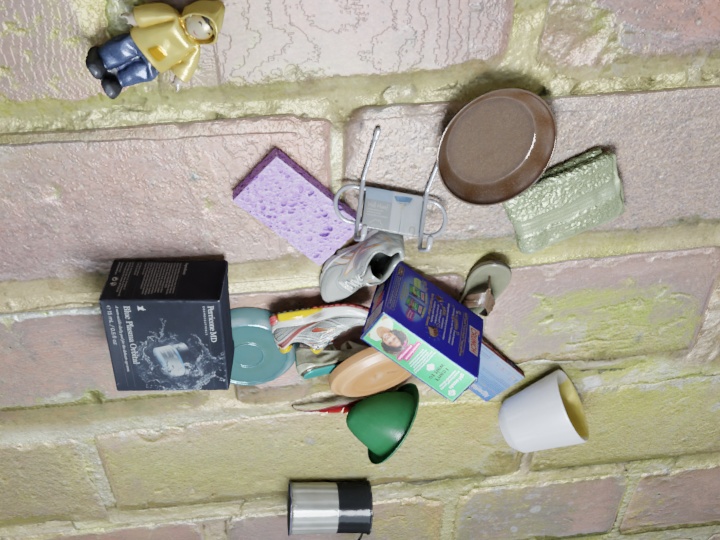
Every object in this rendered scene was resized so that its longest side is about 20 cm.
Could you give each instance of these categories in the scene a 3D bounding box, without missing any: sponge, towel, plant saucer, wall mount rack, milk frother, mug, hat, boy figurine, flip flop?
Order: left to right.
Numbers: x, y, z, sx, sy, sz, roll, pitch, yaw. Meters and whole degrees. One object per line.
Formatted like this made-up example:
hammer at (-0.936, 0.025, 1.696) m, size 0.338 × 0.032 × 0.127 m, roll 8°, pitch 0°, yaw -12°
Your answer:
boy figurine at (-0.266, -0.302, 1.047) m, size 0.197 × 0.065 × 0.125 m, roll -19°, pitch 127°, yaw 13°
plant saucer at (-0.212, 0.153, 1.457) m, size 0.197 × 0.028 × 0.202 m, roll -4°, pitch 131°, yaw -4°
sponge at (-0.101, -0.100, 1.258) m, size 0.111 × 0.030 × 0.199 m, roll -39°, pitch 124°, yaw 23°
milk frother at (-0.070, 0.584, 1.723) m, size 0.185 × 0.202 × 0.182 m, roll 1°, pitch 134°, yaw -8°
hat at (-0.009, 0.269, 1.508) m, size 0.175 × 0.166 × 0.201 m, roll 32°, pitch 104°, yaw -15°
plant saucer at (0.036, 0.190, 1.463) m, size 0.198 × 0.033 × 0.201 m, roll -19°, pitch 155°, yaw -9°
wall mount rack at (0.062, -0.125, 1.232) m, size 0.197 × 0.074 × 0.177 m, roll 8°, pitch 88°, yaw -16°
flip flop at (0.213, 0.062, 1.416) m, size 0.080 × 0.058 × 0.201 m, roll 20°, pitch 125°, yaw -22°
plant saucer at (0.208, -0.196, 1.204) m, size 0.197 × 0.037 × 0.203 m, roll -8°, pitch 128°, yaw -10°
mug at (0.379, 0.314, 1.599) m, size 0.152 × 0.150 × 0.187 m, roll -26°, pitch 122°, yaw 24°
towel at (0.345, -0.113, 1.303) m, size 0.198 × 0.037 × 0.149 m, roll -22°, pitch 128°, yaw 11°

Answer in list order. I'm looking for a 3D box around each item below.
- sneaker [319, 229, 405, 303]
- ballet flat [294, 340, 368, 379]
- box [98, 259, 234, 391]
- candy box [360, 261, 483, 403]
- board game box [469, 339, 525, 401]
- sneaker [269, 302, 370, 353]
sneaker at (0.000, 0.000, 1.314) m, size 0.075 × 0.093 × 0.200 m, roll 29°, pitch 122°, yaw -28°
ballet flat at (-0.036, 0.160, 1.457) m, size 0.198 × 0.063 × 0.067 m, roll 0°, pitch 148°, yaw -38°
box at (-0.322, 0.094, 1.316) m, size 0.197 × 0.118 × 0.199 m, roll 0°, pitch 125°, yaw -3°
candy box at (0.111, 0.101, 1.331) m, size 0.199 × 0.170 × 0.077 m, roll 34°, pitch 123°, yaw -9°
board game box at (0.237, 0.194, 1.544) m, size 0.102 × 0.020 × 0.199 m, roll -36°, pitch 130°, yaw 20°
sneaker at (-0.062, 0.104, 1.387) m, size 0.197 × 0.078 × 0.084 m, roll -9°, pitch 87°, yaw 7°
